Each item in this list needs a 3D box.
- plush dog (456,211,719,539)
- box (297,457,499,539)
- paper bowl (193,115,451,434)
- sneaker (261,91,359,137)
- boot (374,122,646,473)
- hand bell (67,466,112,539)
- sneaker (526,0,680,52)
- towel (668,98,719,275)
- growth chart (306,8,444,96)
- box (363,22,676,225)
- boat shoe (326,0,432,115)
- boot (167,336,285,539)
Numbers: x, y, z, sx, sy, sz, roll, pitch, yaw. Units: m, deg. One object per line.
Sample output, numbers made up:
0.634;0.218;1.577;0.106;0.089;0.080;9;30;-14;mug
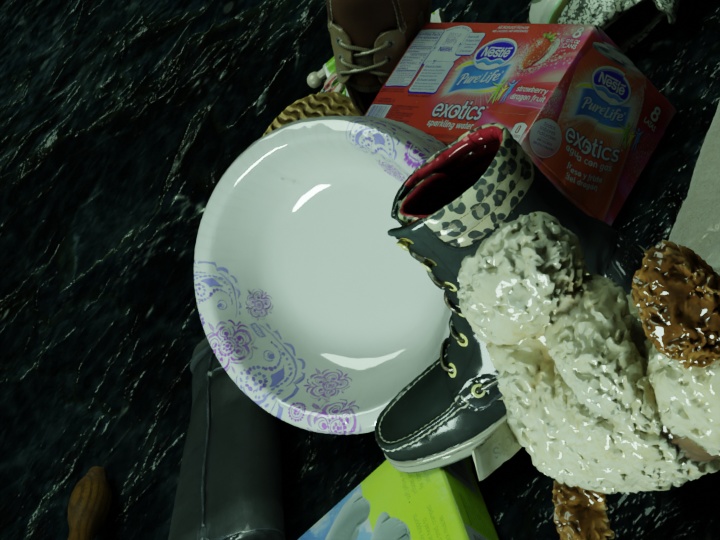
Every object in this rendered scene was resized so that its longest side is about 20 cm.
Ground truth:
0.163;0.055;0.968;0.171;0.199;0.162;-19;62;46;plush dog
-0.005;0.200;1.167;0.200;0.048;0.122;-43;31;15;box
0.000;0.000;1.255;0.200;0.201;0.104;-38;-12;23;paper bowl
-0.063;-0.046;1.469;0.201;0.075;0.090;-57;-3;-19;sneaker
0.055;0.017;1.105;0.203;0.154;0.074;-37;34;19;boot
-0.209;0.210;1.429;0.104;0.104;0.200;-40;19;21;hand bell
0.205;-0.201;1.290;0.200;0.077;0.089;-47;43;19;sneaker
0.252;-0.068;1.106;0.132;0.034;0.201;-7;52;50;towel
0.024;-0.143;1.516;0.145;0.018;0.201;-42;34;20;growth chart
0.100;-0.098;1.285;0.199;0.095;0.100;11;66;58;box
0.014;-0.162;1.377;0.075;0.200;0.072;6;67;18;boat shoe
-0.066;0.105;1.330;0.165;0.065;0.201;-42;28;34;boot
